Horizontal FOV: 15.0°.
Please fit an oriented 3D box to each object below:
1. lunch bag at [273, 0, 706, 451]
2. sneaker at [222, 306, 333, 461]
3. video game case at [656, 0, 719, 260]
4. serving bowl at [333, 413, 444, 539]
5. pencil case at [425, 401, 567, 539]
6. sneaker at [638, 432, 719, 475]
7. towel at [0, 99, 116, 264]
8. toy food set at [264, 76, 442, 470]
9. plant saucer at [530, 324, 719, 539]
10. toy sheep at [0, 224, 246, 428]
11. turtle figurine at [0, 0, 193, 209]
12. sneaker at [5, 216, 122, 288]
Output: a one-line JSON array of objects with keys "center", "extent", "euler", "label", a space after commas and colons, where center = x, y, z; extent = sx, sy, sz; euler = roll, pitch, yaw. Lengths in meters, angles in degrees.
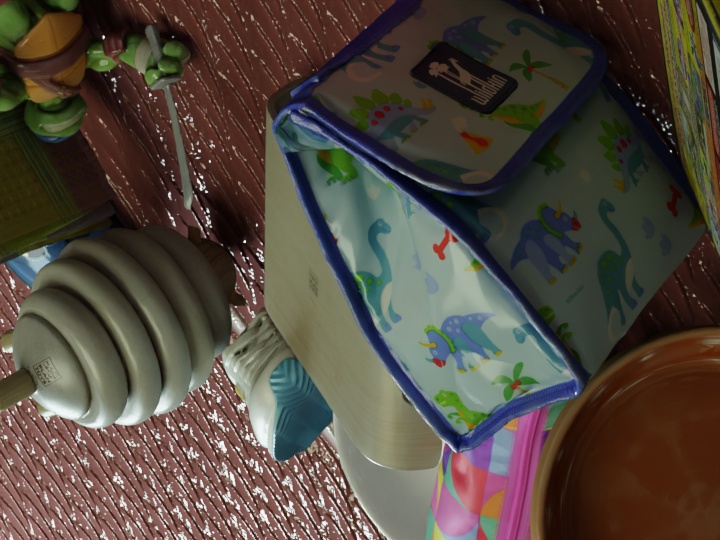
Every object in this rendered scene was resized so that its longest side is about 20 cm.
[{"center": [0.062, -0.043, 1.401], "extent": [0.200, 0.170, 0.127], "euler": [51, 133, -6], "label": "lunch bag"}, {"center": [-0.051, 0.067, 1.721], "extent": [0.081, 0.077, 0.200], "euler": [44, 177, 5], "label": "sneaker"}, {"center": [0.173, -0.071, 1.285], "extent": [0.181, 0.025, 0.201], "euler": [-105, 0, -48], "label": "video game case"}, {"center": [0.083, 0.104, 1.657], "extent": [0.199, 0.066, 0.201], "euler": [18, 129, 24], "label": "serving bowl"}, {"center": [0.084, 0.113, 1.557], "extent": [0.088, 0.088, 0.201], "euler": [27, 133, 26], "label": "pencil case"}, {"center": [0.218, 0.113, 1.539], "extent": [0.199, 0.082, 0.070], "euler": [31, 130, -18], "label": "sneaker"}, {"center": [-0.245, -0.097, 1.714], "extent": [0.023, 0.143, 0.201], "euler": [-35, 86, 40], "label": "towel"}, {"center": [0.000, 0.000, 1.575], "extent": [0.200, 0.060, 0.144], "euler": [-127, 31, -46], "label": "toy food set"}, {"center": [0.186, 0.129, 1.466], "extent": [0.201, 0.200, 0.032], "euler": [50, 172, -10], "label": "plant saucer"}, {"center": [-0.158, 0.039, 1.751], "extent": [0.138, 0.200, 0.138], "euler": [34, 145, 28], "label": "toy sheep"}, {"center": [-0.178, -0.129, 1.633], "extent": [0.143, 0.201, 0.195], "euler": [-2, 131, 7], "label": "turtle figurine"}, {"center": [-0.220, -0.053, 1.839], "extent": [0.200, 0.074, 0.082], "euler": [43, 147, 0], "label": "sneaker"}]
